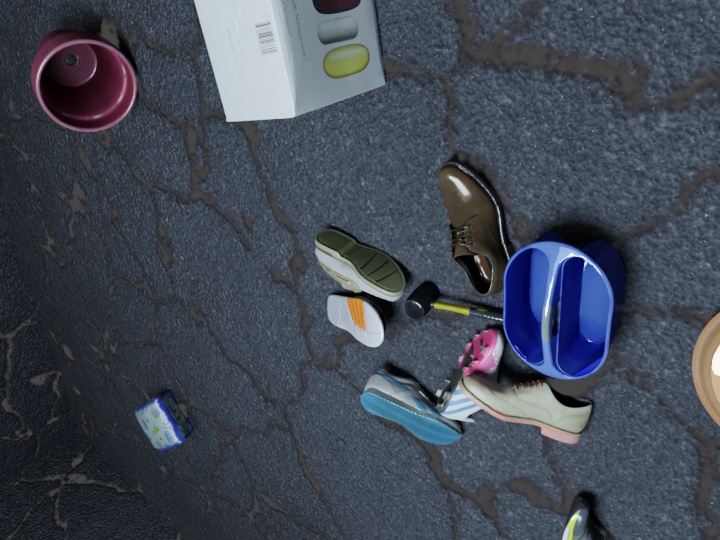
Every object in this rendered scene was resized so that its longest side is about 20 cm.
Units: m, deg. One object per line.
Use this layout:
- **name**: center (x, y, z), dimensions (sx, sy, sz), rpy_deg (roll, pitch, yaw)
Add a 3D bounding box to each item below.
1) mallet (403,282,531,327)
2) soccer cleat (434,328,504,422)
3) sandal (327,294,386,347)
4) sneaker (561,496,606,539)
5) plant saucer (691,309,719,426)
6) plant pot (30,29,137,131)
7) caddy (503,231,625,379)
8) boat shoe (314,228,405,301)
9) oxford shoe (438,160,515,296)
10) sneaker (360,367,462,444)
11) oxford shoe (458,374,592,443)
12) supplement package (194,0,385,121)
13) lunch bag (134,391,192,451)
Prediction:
- **mallet**: center (0.170, 0.057, 0.876), dimensions (0.198, 0.066, 0.041), rpy_deg (6, 121, 24)
- **soccer cleat**: center (0.196, 0.175, 0.907), dimensions (0.086, 0.070, 0.201), rpy_deg (21, 126, -7)
- **sandal**: center (0.002, 0.080, 1.033), dimensions (0.206, 0.059, 0.080), rpy_deg (20, 113, 59)
- **sneaker**: center (0.381, 0.450, 0.900), dimensions (0.080, 0.074, 0.201), rpy_deg (1, 123, 35)
- **plant saucer**: center (0.471, 0.119, 0.599), dimensions (0.199, 0.032, 0.202), rpy_deg (14, 112, 40)
- **plant pot**: center (-0.614, -0.429, 1.201), dimensions (0.179, 0.199, 0.201), rpy_deg (44, 139, 36)
- **caddy**: center (0.262, 0.046, 0.723), dimensions (0.141, 0.105, 0.202), rpy_deg (15, 125, 37)
- **boat shoe**: center (0.000, 0.000, 0.973), dimensions (0.200, 0.074, 0.069), rpy_deg (36, 141, 31)
- **oxford shoe**: center (0.156, -0.057, 0.776), dimensions (0.072, 0.084, 0.201), rpy_deg (-20, 99, 49)
- **sneaker**: center (0.103, 0.251, 1.030), dimensions (0.199, 0.081, 0.077), rpy_deg (29, 133, 1)
- **oxford shoe**: center (0.248, 0.188, 0.833), dimensions (0.198, 0.071, 0.074), rpy_deg (19, 110, -2)
- **supplement package**: center (-0.090, -0.325, 0.753), dimensions (0.146, 0.200, 0.193), rpy_deg (10, 122, 38)
- **lunch bag**: center (-0.662, 0.507, 1.866), dimensions (0.171, 0.127, 0.200), rpy_deg (59, 148, -3)
